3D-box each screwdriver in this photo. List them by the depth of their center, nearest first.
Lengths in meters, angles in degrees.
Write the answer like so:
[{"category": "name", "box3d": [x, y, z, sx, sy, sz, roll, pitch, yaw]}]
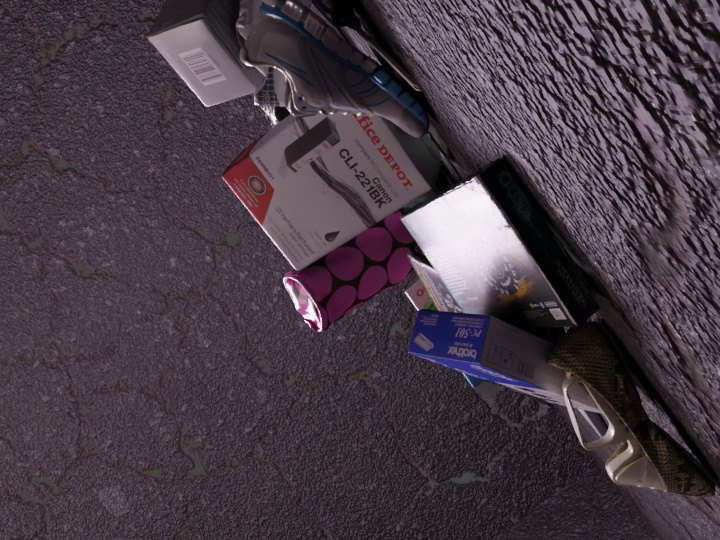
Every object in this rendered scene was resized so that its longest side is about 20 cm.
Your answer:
[{"category": "screwdriver", "box3d": [0.006, -0.213, 0.669, 0.200, 0.029, 0.028, 48, -179, 39]}]

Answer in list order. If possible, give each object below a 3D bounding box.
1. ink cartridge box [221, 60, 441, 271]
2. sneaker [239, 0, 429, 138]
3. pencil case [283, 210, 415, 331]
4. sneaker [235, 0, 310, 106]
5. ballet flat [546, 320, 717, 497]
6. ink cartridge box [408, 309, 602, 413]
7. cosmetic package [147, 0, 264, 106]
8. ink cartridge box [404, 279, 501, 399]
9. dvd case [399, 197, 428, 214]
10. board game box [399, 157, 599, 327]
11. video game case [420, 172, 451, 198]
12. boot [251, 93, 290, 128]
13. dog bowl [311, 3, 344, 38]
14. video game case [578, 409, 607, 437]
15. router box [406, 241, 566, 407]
[{"category": "ink cartridge box", "box3d": [-0.030, -0.115, 0.836, 0.145, 0.199, 0.084, 51, -153, -16]}, {"category": "sneaker", "box3d": [-0.024, -0.171, 0.696, 0.199, 0.087, 0.075, 31, -167, -24]}, {"category": "pencil case", "box3d": [0.000, 0.000, 0.937, 0.090, 0.199, 0.095, 33, 142, 39]}, {"category": "sneaker", "box3d": [-0.091, -0.262, 0.749, 0.076, 0.079, 0.202, 80, 174, -77]}, {"category": "ballet flat", "box3d": [0.229, 0.138, 0.658, 0.201, 0.075, 0.068, 52, 175, -9]}, {"category": "ink cartridge box", "box3d": [0.148, 0.087, 0.700, 0.199, 0.045, 0.094, 23, 167, -34]}, {"category": "cosmetic package", "box3d": [-0.143, -0.293, 0.824, 0.107, 0.089, 0.202, 47, -133, -44]}, {"category": "ink cartridge box", "box3d": [0.200, 0.085, 1.265, 0.201, 0.146, 0.146, 54, -175, 25]}, {"category": "dvd case", "box3d": [0.141, -0.007, 0.894, 0.145, 0.022, 0.201, 13, 146, 55]}, {"category": "board game box", "box3d": [0.107, -0.013, 0.640, 0.136, 0.028, 0.200, 56, 166, -4]}, {"category": "video game case", "box3d": [0.023, -0.118, 0.988, 0.200, 0.026, 0.180, 46, 147, -13]}, {"category": "boot", "box3d": [-0.132, -0.269, 1.102, 0.151, 0.073, 0.200, 53, 180, 10]}, {"category": "dog bowl", "box3d": [-0.050, -0.278, 1.037, 0.201, 0.079, 0.200, 52, -176, -6]}, {"category": "video game case", "box3d": [0.375, 0.199, 1.392, 0.200, 0.022, 0.183, 49, -174, -39]}, {"category": "router box", "box3d": [0.152, 0.049, 0.846, 0.149, 0.062, 0.201, 30, 160, 44]}]
